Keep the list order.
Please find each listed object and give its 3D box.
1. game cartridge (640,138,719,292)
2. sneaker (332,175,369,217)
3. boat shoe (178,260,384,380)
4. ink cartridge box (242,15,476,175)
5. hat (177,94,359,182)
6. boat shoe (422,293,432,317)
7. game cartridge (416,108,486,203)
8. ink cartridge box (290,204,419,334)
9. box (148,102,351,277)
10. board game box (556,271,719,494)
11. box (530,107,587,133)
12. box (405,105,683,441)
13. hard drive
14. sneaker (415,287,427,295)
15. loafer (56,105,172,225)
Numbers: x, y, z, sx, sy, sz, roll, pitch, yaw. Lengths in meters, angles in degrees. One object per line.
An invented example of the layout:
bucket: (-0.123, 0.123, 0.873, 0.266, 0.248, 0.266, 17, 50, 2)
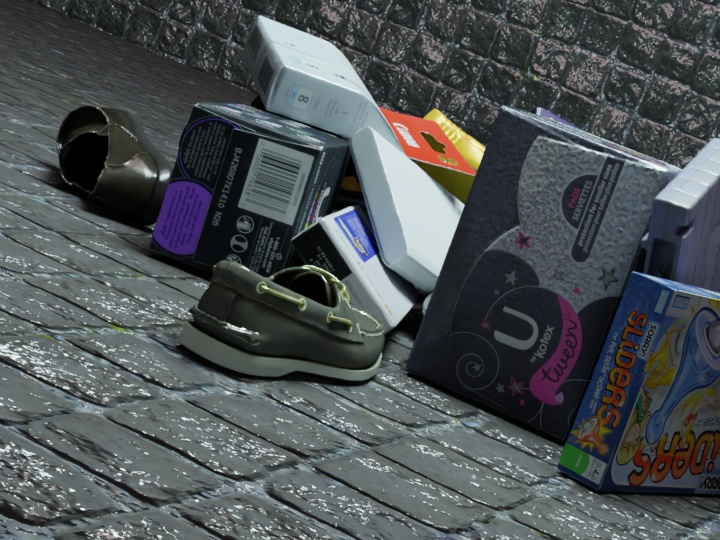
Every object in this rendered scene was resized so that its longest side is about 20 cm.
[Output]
game cartridge: (0.222, 0.019, 1.153, 0.038, 0.201, 0.130, 16, 30, 20)
sneaker: (-0.058, -0.044, 1.445, 0.199, 0.078, 0.078, 5, -26, 10)
boat shoe: (-0.036, 0.030, 1.038, 0.072, 0.061, 0.201, 25, 9, 28)
ink cartridge box: (0.003, -0.153, 1.442, 0.199, 0.047, 0.160, 16, 18, -18)
hat: (-0.072, -0.112, 1.504, 0.200, 0.081, 0.201, 10, -31, 6)
boat shoe: (0.142, 0.067, 1.288, 0.201, 0.065, 0.074, 16, 26, 8)
game cartridge: (0.134, -0.049, 1.617, 0.200, 0.032, 0.176, 43, -19, 19)
ink cartridge box: (0.000, 0.000, 1.266, 0.095, 0.037, 0.200, 56, 11, 0)
box: (-0.081, -0.061, 1.307, 0.106, 0.123, 0.200, 20, 8, 4)
board game box: (0.217, 0.080, 1.090, 0.034, 0.136, 0.200, 26, 10, 38)
box: (0.199, -0.017, 1.367, 0.199, 0.104, 0.148, 26, 40, -11)
box: (0.136, 0.001, 1.168, 0.132, 0.201, 0.115, 23, 10, 19)
hard drive: (0.066, -0.024, 1.381, 0.200, 0.027, 0.132, 35, 32, -50)
sneaker: (0.071, -0.010, 1.547, 0.199, 0.074, 0.082, 16, 12, -36)
loafer: (-0.221, -0.100, 1.388, 0.071, 0.073, 0.200, 18, 8, -33)
